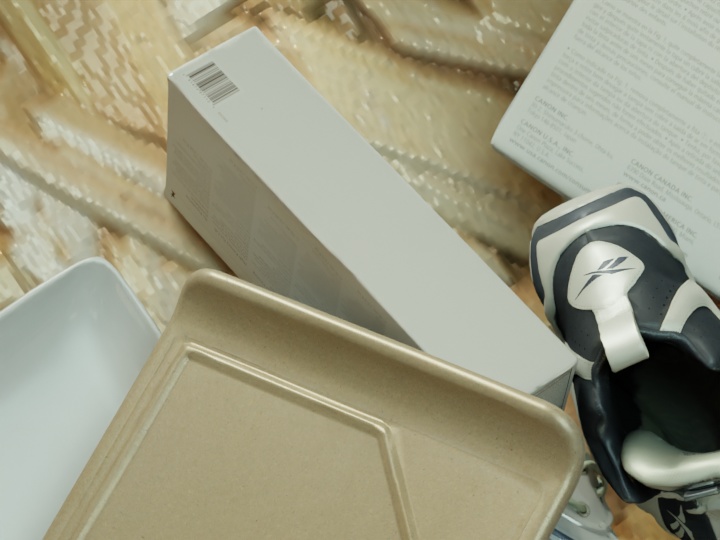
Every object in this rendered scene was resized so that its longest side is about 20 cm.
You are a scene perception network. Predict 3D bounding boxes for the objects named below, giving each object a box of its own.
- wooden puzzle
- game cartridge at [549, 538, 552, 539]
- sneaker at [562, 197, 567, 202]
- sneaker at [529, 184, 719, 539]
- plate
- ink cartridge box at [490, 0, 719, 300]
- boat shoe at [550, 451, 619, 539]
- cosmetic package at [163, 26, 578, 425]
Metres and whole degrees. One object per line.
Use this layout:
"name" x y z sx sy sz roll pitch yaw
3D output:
"wooden puzzle" -0.033 0.116 0.951 0.185 0.037 0.200 21 78 30
"game cartridge" 0.082 0.197 0.989 0.200 0.041 0.133 47 62 -45
"sneaker" 0.178 -0.032 1.123 0.199 0.082 0.074 23 68 -8
"sneaker" 0.134 0.074 1.016 0.079 0.130 0.200 -20 119 9
"plate" -0.126 0.126 1.013 0.200 0.032 0.200 -34 86 -23
"ink cartridge box" 0.171 -0.092 1.066 0.162 0.050 0.200 34 98 12
"boat shoe" 0.072 0.096 1.056 0.200 0.074 0.067 32 70 -4
"cosmetic package" 0.000 0.000 1.027 0.051 0.083 0.200 -31 64 -26
